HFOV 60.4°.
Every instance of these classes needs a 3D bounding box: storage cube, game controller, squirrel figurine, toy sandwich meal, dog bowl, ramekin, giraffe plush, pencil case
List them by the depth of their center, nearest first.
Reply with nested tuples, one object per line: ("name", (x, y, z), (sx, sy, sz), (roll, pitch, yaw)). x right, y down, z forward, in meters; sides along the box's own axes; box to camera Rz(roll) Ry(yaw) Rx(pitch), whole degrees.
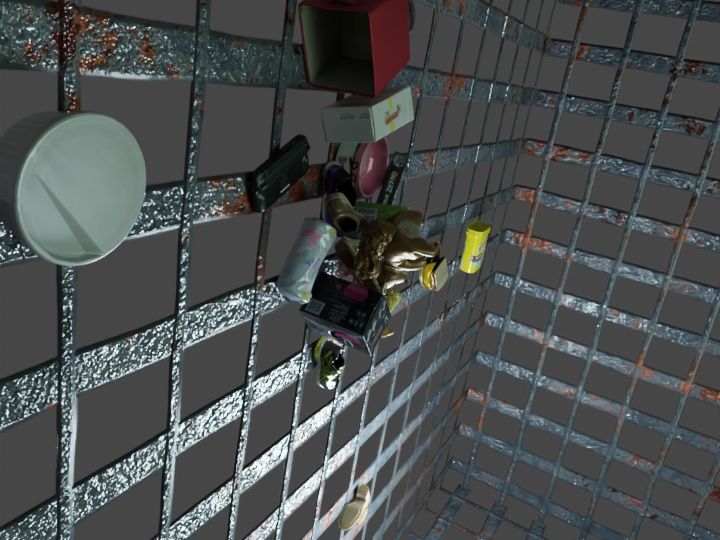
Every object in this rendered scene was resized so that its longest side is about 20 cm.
("ramekin", (-0.392, -0.116, 0.821), (0.202, 0.093, 0.206), (-47, 146, -45))
("storage cube", (-0.007, -0.496, 1.302), (0.181, 0.168, 0.202), (-53, 150, -38))
("game controller", (-0.170, -0.207, 1.320), (0.200, 0.042, 0.105), (-50, 162, -40))
("pencil case", (-0.127, -0.025, 1.458), (0.083, 0.089, 0.203), (120, -8, -76))
("squirrel figurine", (0.063, -0.035, 1.519), (0.196, 0.143, 0.188), (0, 140, -28))
("dog bowl", (0.007, -0.277, 1.602), (0.200, 0.073, 0.203), (-45, 144, -46))
("giraffe plush", (0.004, 0.112, 1.756), (0.161, 0.170, 0.205), (0, 95, -59))
("toy sandwich meal", (0.289, -0.015, 2.396), (0.205, 0.069, 0.208), (-46, 145, -45))

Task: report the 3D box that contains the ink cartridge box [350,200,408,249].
("ink cartridge box", (0.045, -0.111, 1.671), (0.200, 0.144, 0.077), (103, -7, -76))

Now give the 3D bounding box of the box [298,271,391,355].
("box", (-0.038, 0.113, 1.616), (0.133, 0.197, 0.115), (-60, 152, -24))

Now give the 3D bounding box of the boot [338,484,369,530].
("boot", (-0.023, 0.945, 2.398), (0.201, 0.075, 0.157), (-59, 158, -44))

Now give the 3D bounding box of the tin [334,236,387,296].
("tin", (0.000, 0.000, 1.662), (0.042, 0.201, 0.112), (-36, -172, 12))

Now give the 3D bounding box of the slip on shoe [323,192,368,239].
("slip on shoe", (-0.027, -0.111, 1.464), (0.200, 0.075, 0.061), (53, 16, -61))

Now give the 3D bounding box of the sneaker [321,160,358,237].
("sneaker", (-0.045, -0.158, 1.519), (0.069, 0.099, 0.203), (-27, 131, -26))

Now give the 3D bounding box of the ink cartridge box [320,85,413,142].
("ink cartridge box", (0.018, -0.368, 1.461), (0.200, 0.143, 0.085), (-40, 128, -48))

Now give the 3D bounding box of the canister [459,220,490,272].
("canister", (0.520, -0.106, 2.817), (0.148, 0.085, 0.204), (-33, 136, -54))

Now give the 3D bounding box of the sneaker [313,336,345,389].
("sneaker", (-0.084, 0.279, 1.771), (0.075, 0.083, 0.202), (-51, 149, -36))

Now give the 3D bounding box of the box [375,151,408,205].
("box", (0.082, -0.226, 1.743), (0.200, 0.048, 0.164), (103, 10, -84))

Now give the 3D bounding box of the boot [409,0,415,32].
("boot", (0.060, -0.618, 1.487), (0.201, 0.065, 0.167), (-56, 143, -39))
